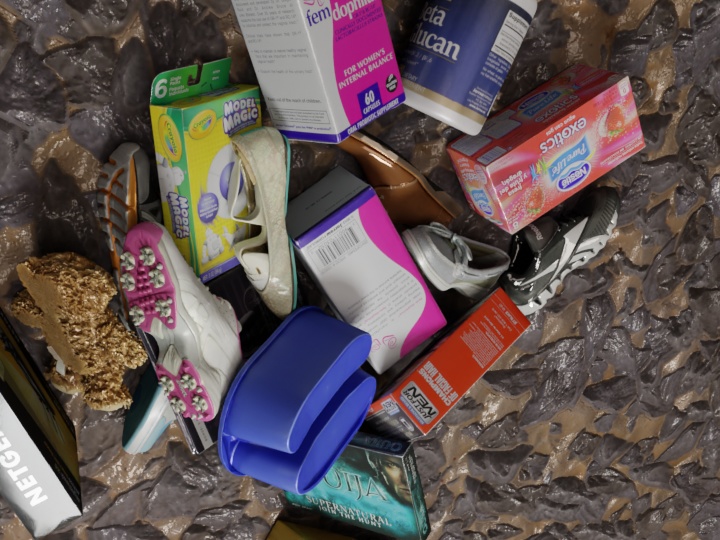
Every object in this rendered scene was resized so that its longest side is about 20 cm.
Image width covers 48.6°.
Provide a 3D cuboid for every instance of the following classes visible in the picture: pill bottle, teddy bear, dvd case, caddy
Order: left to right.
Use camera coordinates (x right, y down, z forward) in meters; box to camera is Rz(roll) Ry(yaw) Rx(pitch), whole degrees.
[{"bbox_3d":[-0.279,0.060,0.802,0.067,0.143,0.202,-48,135,-45],"label":"teddy bear"},{"bbox_3d":[-0.128,0.076,0.850,0.199,0.016,0.150,-35,113,-39],"label":"dvd case"},{"bbox_3d":[-0.068,0.128,0.824,0.200,0.104,0.143,-48,144,-41],"label":"caddy"},{"bbox_3d":[0.116,-0.255,0.834,0.110,0.111,0.202,18,103,-28],"label":"pill bottle"}]

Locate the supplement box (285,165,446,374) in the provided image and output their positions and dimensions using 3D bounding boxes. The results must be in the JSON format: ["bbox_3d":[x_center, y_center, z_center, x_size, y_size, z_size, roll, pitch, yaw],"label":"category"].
[{"bbox_3d":[0.000,0.000,0.898,0.101,0.103,0.201,-35,119,-7],"label":"supplement box"}]

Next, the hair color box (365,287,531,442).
[{"bbox_3d":[0.100,0.115,0.943,0.064,0.111,0.200,48,62,2],"label":"hair color box"}]

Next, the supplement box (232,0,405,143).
[{"bbox_3d":[-0.046,-0.236,0.755,0.101,0.103,0.202,-37,122,-31],"label":"supplement box"}]

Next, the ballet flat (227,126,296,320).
[{"bbox_3d":[-0.103,-0.043,0.802,0.062,0.067,0.203,-12,111,-28],"label":"ballet flat"}]

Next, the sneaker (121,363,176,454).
[{"bbox_3d":[-0.173,0.135,0.895,0.130,0.080,0.201,29,99,-29],"label":"sneaker"}]

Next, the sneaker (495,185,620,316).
[{"bbox_3d":[0.245,-0.038,1.007,0.200,0.067,0.090,-48,123,4],"label":"sneaker"}]

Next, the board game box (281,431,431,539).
[{"bbox_3d":[-0.018,0.247,0.954,0.028,0.198,0.137,-45,130,-46],"label":"board game box"}]

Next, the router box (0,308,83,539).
[{"bbox_3d":[-0.342,0.134,0.776,0.052,0.157,0.202,-25,120,-10],"label":"router box"}]

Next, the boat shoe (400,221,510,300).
[{"bbox_3d":[0.112,-0.017,0.919,0.065,0.075,0.201,-41,148,17],"label":"boat shoe"}]

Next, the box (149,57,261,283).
[{"bbox_3d":[-0.145,-0.102,0.793,0.117,0.048,0.203,-34,128,-50],"label":"box"}]

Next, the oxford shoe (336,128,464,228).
[{"bbox_3d":[0.033,-0.095,0.892,0.199,0.071,0.071,37,98,-32],"label":"oxford shoe"}]

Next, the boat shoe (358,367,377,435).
[{"bbox_3d":[-0.012,0.183,0.990,0.073,0.066,0.202,-24,115,-21],"label":"boat shoe"}]

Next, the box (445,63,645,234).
[{"bbox_3d":[0.214,-0.145,0.929,0.199,0.103,0.095,-33,121,-9],"label":"box"}]

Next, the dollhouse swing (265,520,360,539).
[{"bbox_3d":[-0.035,0.445,1.041,0.199,0.181,0.178,25,80,-30],"label":"dollhouse swing"}]

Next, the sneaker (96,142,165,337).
[{"bbox_3d":[-0.216,-0.034,0.814,0.077,0.078,0.202,-16,121,-31],"label":"sneaker"}]

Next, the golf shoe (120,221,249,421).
[{"bbox_3d":[-0.165,0.041,0.764,0.091,0.075,0.202,-37,122,-46],"label":"golf shoe"}]
